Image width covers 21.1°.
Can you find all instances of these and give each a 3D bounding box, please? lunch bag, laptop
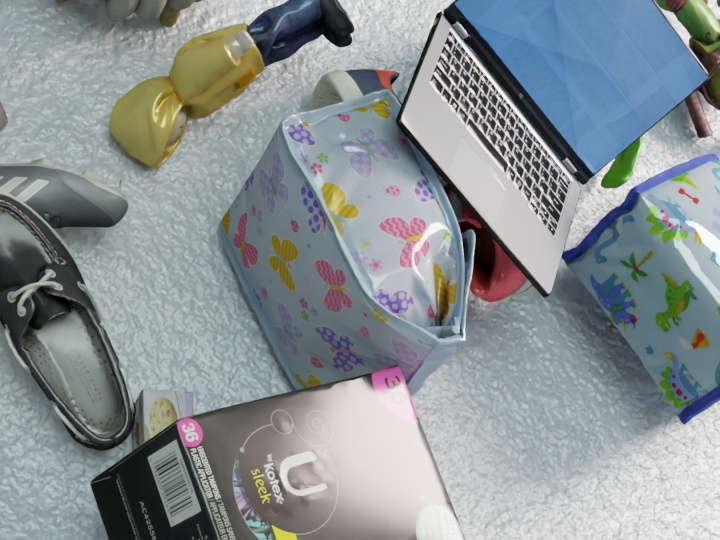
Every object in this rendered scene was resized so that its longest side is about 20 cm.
[{"bbox_3d":[0.000,0.000,1.417,0.126,0.170,0.201,-15,69,-28],"label":"lunch bag"},{"bbox_3d":[0.146,-0.126,1.421,0.187,0.115,0.201,47,42,-25],"label":"laptop"},{"bbox_3d":[0.282,0.003,1.539,0.199,0.127,0.171,-25,76,-46],"label":"lunch bag"}]

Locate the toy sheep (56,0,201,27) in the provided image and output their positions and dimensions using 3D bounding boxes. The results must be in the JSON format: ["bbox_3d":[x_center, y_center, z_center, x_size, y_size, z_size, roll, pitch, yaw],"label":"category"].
[{"bbox_3d":[-0.170,-0.254,1.494,0.198,0.138,0.139,7,64,-16],"label":"toy sheep"}]

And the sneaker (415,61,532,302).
[{"bbox_3d":[0.087,-0.070,1.473,0.087,0.073,0.202,-34,107,-60],"label":"sneaker"}]

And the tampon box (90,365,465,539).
[{"bbox_3d":[-0.052,0.170,1.313,0.199,0.126,0.151,-12,76,-40],"label":"tampon box"}]

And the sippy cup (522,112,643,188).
[{"bbox_3d":[0.148,-0.135,1.560,0.177,0.140,0.131,23,72,6],"label":"sippy cup"}]

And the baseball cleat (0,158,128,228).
[{"bbox_3d":[-0.272,-0.035,1.404,0.198,0.070,0.107,10,69,-4],"label":"baseball cleat"}]

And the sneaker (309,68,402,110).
[{"bbox_3d":[0.037,-0.073,1.520,0.084,0.075,0.201,-15,76,-32],"label":"sneaker"}]

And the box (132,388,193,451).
[{"bbox_3d":[-0.136,0.183,1.360,0.041,0.039,0.202,4,65,-18],"label":"box"}]

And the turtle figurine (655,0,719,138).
[{"bbox_3d":[0.328,-0.223,1.640,0.194,0.200,0.144,46,45,15],"label":"turtle figurine"}]

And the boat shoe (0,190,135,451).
[{"bbox_3d":[-0.218,0.035,1.354,0.073,0.060,0.201,-26,95,-11],"label":"boat shoe"}]

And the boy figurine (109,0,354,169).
[{"bbox_3d":[-0.101,-0.153,1.483,0.199,0.124,0.065,-35,86,-10],"label":"boy figurine"}]

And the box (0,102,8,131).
[{"bbox_3d":[-0.369,-0.079,1.350,0.158,0.048,0.201,32,73,12],"label":"box"}]
